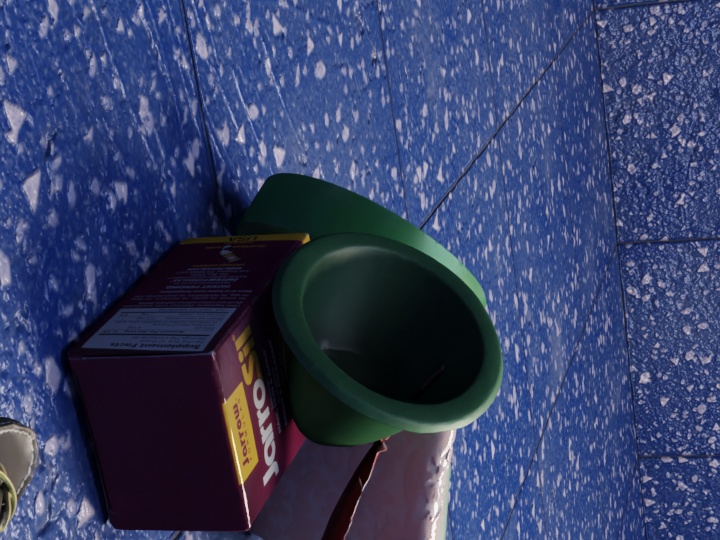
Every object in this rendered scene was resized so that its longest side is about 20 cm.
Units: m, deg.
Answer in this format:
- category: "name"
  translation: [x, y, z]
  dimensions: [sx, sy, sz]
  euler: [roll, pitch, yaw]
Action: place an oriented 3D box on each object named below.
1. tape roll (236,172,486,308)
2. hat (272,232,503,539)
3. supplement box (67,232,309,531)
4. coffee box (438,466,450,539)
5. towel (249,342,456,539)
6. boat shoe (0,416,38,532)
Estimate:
- category: "tape roll"
  translation: [0.000, 0.000, 1.167]
  dimensions: [0.048, 0.200, 0.200]
  euler: [-59, 151, -16]
- category: "hat"
  translation: [-0.018, 0.098, 1.018]
  dimensions: [0.200, 0.166, 0.176]
  euler: [-44, 169, -51]
- category: "supplement box"
  translation: [-0.099, 0.069, 1.010]
  dimensions: [0.200, 0.103, 0.131]
  euler: [-56, 140, -61]
- category: "coffee box"
  translation: [0.012, 0.145, 1.150]
  dimensions: [0.044, 0.123, 0.200]
  euler: [-3, 100, -46]
- category: "towel"
  translation: [-0.006, 0.134, 1.114]
  dimensions: [0.032, 0.191, 0.200]
  euler: [-2, 103, -44]
- category: "boat shoe"
  translation: [-0.207, 0.123, 0.737]
  dimensions: [0.201, 0.060, 0.072]
  euler: [-44, 129, -67]
